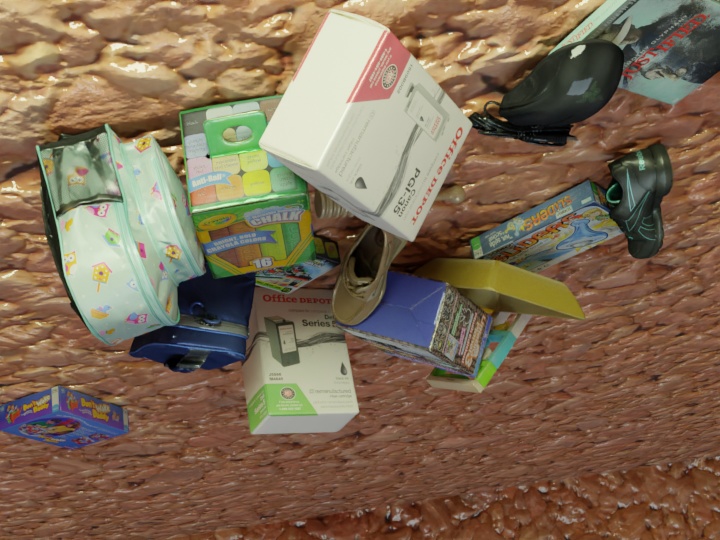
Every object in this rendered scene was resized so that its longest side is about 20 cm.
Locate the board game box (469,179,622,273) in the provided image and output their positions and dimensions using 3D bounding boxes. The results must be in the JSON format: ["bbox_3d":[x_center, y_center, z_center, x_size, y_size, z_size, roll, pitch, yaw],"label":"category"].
[{"bbox_3d":[0.274,-0.053,1.363,0.199,0.035,0.135,-28,150,33],"label":"board game box"}]

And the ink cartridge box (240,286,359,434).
[{"bbox_3d":[-0.097,0.131,1.410,0.144,0.202,0.084,3,150,-27],"label":"ink cartridge box"}]

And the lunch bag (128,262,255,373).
[{"bbox_3d":[-0.218,0.067,1.239,0.134,0.134,0.200,10,167,-22],"label":"lunch bag"}]

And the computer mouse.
[{"bbox_3d":[0.211,-0.175,1.020,0.136,0.054,0.200,3,161,-19],"label":"computer mouse"}]

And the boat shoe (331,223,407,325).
[{"bbox_3d":[0.000,0.000,1.258,0.064,0.071,0.201,-34,155,-50],"label":"boat shoe"}]

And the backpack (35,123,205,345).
[{"bbox_3d":[-0.246,-0.031,1.003,0.151,0.203,0.176,-10,155,-1],"label":"backpack"}]

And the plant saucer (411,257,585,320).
[{"bbox_3d":[0.198,0.023,1.392,0.198,0.049,0.199,17,174,-34],"label":"plant saucer"}]

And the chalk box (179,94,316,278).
[{"bbox_3d":[-0.118,-0.096,1.007,0.122,0.125,0.201,-9,156,-2],"label":"chalk box"}]

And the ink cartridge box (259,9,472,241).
[{"bbox_3d":[0.013,-0.136,0.939,0.082,0.148,0.199,26,177,35],"label":"ink cartridge box"}]

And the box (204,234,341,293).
[{"bbox_3d":[-0.132,-0.024,1.262,0.109,0.035,0.199,-29,150,34],"label":"box"}]

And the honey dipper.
[{"bbox_3d":[0.041,-0.088,1.195,0.197,0.038,0.038,-4,155,-18],"label":"honey dipper"}]

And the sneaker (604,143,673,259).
[{"bbox_3d":[0.362,-0.088,1.270,0.078,0.076,0.201,-10,139,2],"label":"sneaker"}]

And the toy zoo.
[{"bbox_3d":[0.199,0.107,1.523,0.020,0.201,0.131,46,156,-21],"label":"toy zoo"}]

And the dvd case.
[{"bbox_3d":[0.316,-0.240,0.999,0.198,0.022,0.146,9,149,-33],"label":"dvd case"}]

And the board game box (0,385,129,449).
[{"bbox_3d":[-0.528,0.267,1.712,0.133,0.045,0.200,-18,154,16],"label":"board game box"}]

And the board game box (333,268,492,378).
[{"bbox_3d":[0.081,0.074,1.395,0.158,0.098,0.200,13,170,28],"label":"board game box"}]
